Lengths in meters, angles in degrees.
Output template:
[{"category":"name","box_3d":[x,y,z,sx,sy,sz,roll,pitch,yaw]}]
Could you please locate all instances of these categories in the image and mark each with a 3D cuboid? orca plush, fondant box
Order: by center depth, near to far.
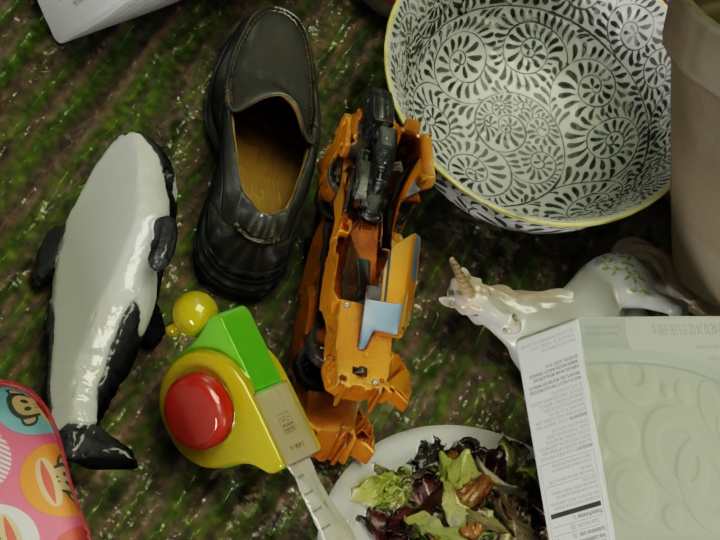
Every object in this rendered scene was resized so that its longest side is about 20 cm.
[{"category":"orca plush","box_3d":[-0.123,0.025,1.625,0.071,0.105,0.201,35,39,-41]},{"category":"fondant box","box_3d":[0.171,0.128,1.647,0.144,0.058,0.201,0,77,-39]}]

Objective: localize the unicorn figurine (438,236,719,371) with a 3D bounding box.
[{"category":"unicorn figurine","box_3d":[0.130,0.037,1.741,0.137,0.074,0.200,47,36,11]}]

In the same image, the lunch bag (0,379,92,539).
[{"category":"lunch bag","box_3d":[-0.221,0.158,1.482,0.175,0.082,0.201,-7,62,-27]}]

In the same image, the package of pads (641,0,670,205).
[{"category":"package of pads","box_3d":[0.195,-0.144,1.850,0.075,0.121,0.200,-21,68,-34]}]

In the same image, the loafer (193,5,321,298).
[{"category":"loafer","box_3d":[-0.051,-0.082,1.726,0.072,0.072,0.201,13,54,-15]}]

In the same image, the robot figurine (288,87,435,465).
[{"category":"robot figurine","box_3d":[0.000,0.000,1.654,0.058,0.145,0.201,14,60,-12]}]

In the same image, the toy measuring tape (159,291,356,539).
[{"category":"toy measuring tape","box_3d":[-0.058,0.106,1.600,0.073,0.074,0.201,-23,84,-34]}]

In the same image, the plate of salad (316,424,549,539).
[{"category":"plate of salad","box_3d":[0.072,0.169,1.631,0.199,0.048,0.201,12,55,-17]}]

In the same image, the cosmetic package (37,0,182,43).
[{"category":"cosmetic package","box_3d":[-0.094,-0.206,1.763,0.199,0.102,0.074,-22,91,-33]}]

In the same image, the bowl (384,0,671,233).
[{"category":"bowl","box_3d":[0.099,-0.095,1.783,0.199,0.094,0.202,7,61,-13]}]

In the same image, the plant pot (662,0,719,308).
[{"category":"plant pot","box_3d":[0.256,-0.067,1.685,0.199,0.174,0.200,10,25,-5]}]

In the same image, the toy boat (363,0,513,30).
[{"category":"toy boat","box_3d":[0.064,-0.254,1.856,0.130,0.131,0.201,12,54,-17]}]
